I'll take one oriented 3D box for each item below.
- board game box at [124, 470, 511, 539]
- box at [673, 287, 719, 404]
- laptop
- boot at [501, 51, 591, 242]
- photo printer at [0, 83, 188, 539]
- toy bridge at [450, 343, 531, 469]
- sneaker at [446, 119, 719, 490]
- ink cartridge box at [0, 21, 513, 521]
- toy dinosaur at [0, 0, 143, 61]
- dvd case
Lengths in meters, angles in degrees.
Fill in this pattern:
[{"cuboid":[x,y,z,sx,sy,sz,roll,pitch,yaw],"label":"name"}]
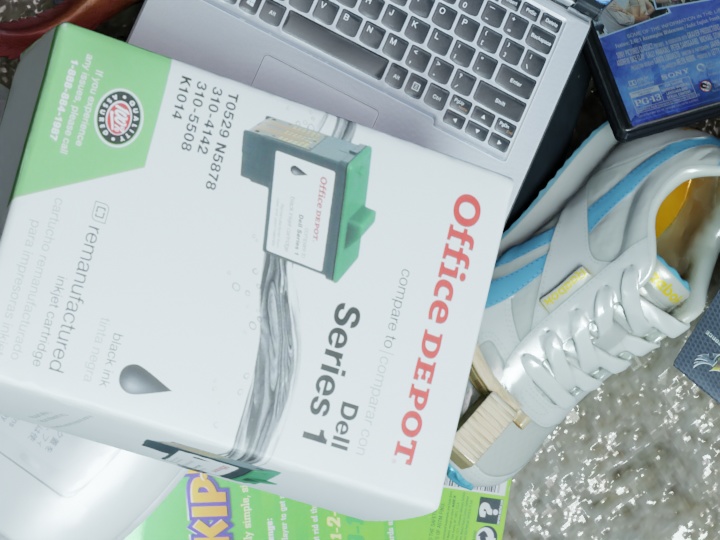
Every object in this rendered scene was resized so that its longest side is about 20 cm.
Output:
[{"cuboid":[-0.025,0.108,1.216,0.200,0.030,0.096,10,89,-23],"label":"board game box"},{"cuboid":[0.241,-0.034,1.202,0.051,0.158,0.200,40,41,15],"label":"box"},{"cuboid":[0.028,-0.125,1.060,0.187,0.116,0.200,26,83,-17],"label":"laptop"},{"cuboid":[0.012,-0.050,1.192,0.200,0.076,0.169,7,94,-28],"label":"boot"},{"cuboid":[-0.150,0.022,1.100,0.200,0.069,0.167,33,81,10],"label":"photo printer"},{"cuboid":[0.000,0.000,1.128,0.200,0.027,0.067,43,76,-3],"label":"toy bridge"},{"cuboid":[0.102,0.015,1.171,0.077,0.081,0.200,43,77,-37],"label":"sneaker"},{"cuboid":[-0.053,0.005,1.025,0.200,0.084,0.146,17,77,-18],"label":"ink cartridge box"},{"cuboid":[-0.044,-0.144,1.127,0.181,0.200,0.105,-33,95,29],"label":"toy dinosaur"},{"cuboid":[0.153,-0.168,1.209,0.142,0.018,0.200,-16,73,-8],"label":"dvd case"}]
